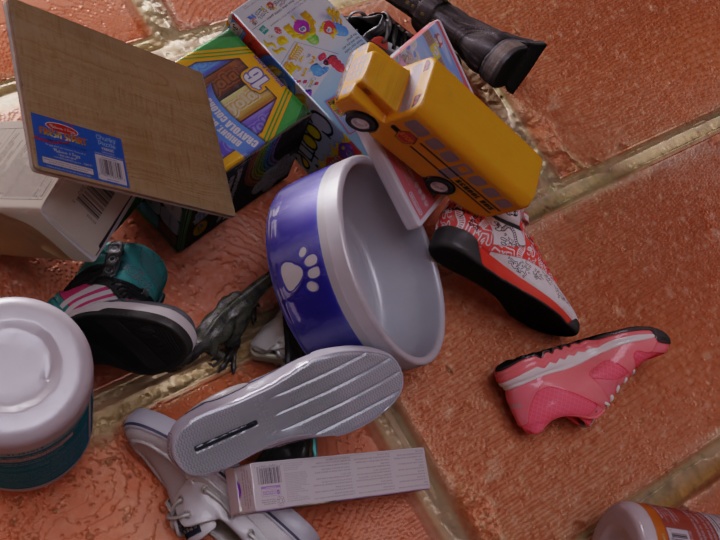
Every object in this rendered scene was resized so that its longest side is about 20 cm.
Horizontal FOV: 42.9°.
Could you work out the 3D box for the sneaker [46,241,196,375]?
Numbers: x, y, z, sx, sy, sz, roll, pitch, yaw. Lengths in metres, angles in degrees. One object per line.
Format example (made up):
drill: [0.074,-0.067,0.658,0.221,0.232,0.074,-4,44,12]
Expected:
sneaker: [-0.197,0.028,0.796,0.084,0.199,0.121,61,42,-31]

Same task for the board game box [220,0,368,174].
board game box: [-0.046,-0.191,0.955,0.200,0.103,0.105,47,60,-2]

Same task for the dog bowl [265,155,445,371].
dog bowl: [0.000,0.000,0.846,0.200,0.079,0.201,44,36,-45]

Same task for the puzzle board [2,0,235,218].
puzzle board: [-0.193,-0.125,0.749,0.200,0.017,0.151,11,58,-52]

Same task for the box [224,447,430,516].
box: [-0.023,0.181,0.795,0.200,0.039,0.042,4,71,-42]

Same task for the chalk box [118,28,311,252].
chalk box: [-0.169,-0.114,0.887,0.200,0.125,0.124,-38,81,-29]

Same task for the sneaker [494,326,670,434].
sneaker: [0.234,0.114,0.943,0.199,0.074,0.087,-13,83,-18]

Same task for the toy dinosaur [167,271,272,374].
toy dinosaur: [-0.116,0.042,0.848,0.047,0.088,0.200,34,63,14]

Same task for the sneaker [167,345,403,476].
sneaker: [-0.064,0.107,0.755,0.199,0.071,0.073,-15,99,-16]

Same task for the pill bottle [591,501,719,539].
pill bottle: [0.326,0.285,0.855,0.199,0.112,0.113,12,63,-12]

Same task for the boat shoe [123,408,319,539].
boat shoe: [-0.131,0.200,0.785,0.200,0.071,0.070,40,58,-3]

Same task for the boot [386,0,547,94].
boot: [0.116,-0.280,1.046,0.174,0.069,0.200,39,20,12]

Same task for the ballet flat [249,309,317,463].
ballet flat: [-0.071,0.094,0.853,0.068,0.068,0.201,4,64,-6]

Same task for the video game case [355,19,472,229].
video game case: [0.063,-0.150,0.911,0.143,0.017,0.200,61,40,-19]

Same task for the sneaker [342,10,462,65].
sneaker: [0.029,-0.249,1.034,0.199,0.082,0.077,3,65,-17]

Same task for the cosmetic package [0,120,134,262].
cosmetic package: [-0.294,-0.071,0.795,0.199,0.071,0.105,5,57,34]

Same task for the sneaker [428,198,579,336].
sneaker: [0.165,-0.019,0.941,0.201,0.067,0.108,33,66,-24]

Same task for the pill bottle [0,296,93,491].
pill bottle: [-0.264,0.107,0.710,0.110,0.200,0.111,7,63,-13]

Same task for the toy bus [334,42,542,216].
toy bus: [0.072,-0.126,0.826,0.200,0.078,0.065,35,63,-33]
